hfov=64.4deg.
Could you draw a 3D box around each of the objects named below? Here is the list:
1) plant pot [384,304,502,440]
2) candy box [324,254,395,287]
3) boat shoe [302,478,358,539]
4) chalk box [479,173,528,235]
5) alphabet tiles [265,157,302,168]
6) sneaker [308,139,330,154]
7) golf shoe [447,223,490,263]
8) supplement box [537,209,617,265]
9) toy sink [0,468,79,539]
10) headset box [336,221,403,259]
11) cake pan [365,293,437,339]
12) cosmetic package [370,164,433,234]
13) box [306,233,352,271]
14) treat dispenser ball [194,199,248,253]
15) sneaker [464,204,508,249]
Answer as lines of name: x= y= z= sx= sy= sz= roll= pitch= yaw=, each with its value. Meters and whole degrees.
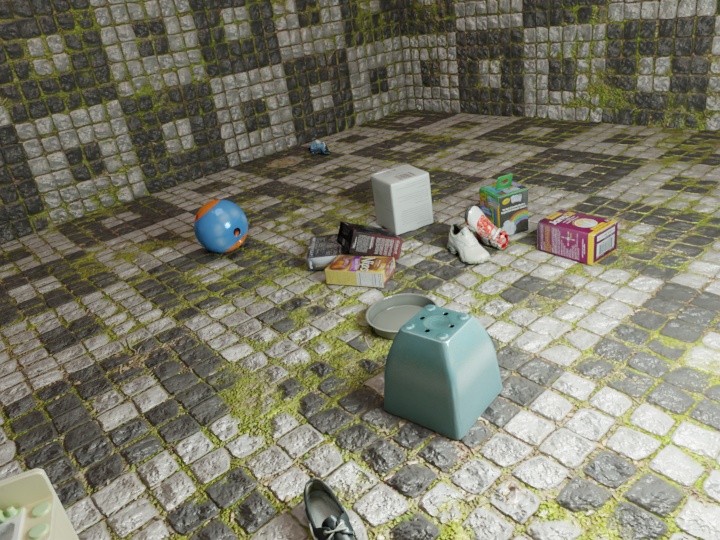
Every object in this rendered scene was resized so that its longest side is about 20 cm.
plant pot: x=0.167 y=0.191 z=1.207 sx=0.195 sy=0.201 sz=0.195 roll=13 pitch=34 yaw=38
candy box: x=0.000 y=0.000 z=1.818 sx=0.198 sy=0.057 sz=0.117 roll=4 pitch=27 yaw=22
boat shoe: x=-0.050 y=0.429 z=0.949 sx=0.075 sy=0.061 sz=0.200 roll=-21 pitch=28 yaw=-23
chalk box: x=0.493 y=-0.234 z=1.968 sx=0.124 sy=0.201 sz=0.124 roll=-17 pitch=27 yaw=-17
alphabet tiles: x=-0.437 y=-0.617 z=3.274 sx=0.199 sy=0.006 sz=0.166 roll=8 pitch=31 yaw=32
sneaker: x=-0.245 y=-0.701 z=3.336 sx=0.090 sy=0.079 sz=0.200 roll=-37 pitch=29 yaw=-12
golf shoe: x=0.342 y=-0.087 z=1.838 sx=0.078 sy=0.098 sz=0.200 roll=-18 pitch=28 yaw=-22
supplement box: x=0.666 y=-0.106 z=1.763 sx=0.130 sy=0.104 sz=0.199 roll=-26 pitch=30 yaw=-30
toy sink: x=-0.543 y=0.446 z=0.914 sx=0.129 sy=0.202 sz=0.112 roll=-17 pitch=26 yaw=-18
headset box: x=0.039 y=-0.099 z=1.909 sx=0.198 sy=0.078 sz=0.149 roll=7 pitch=15 yaw=-20
cake pan: x=0.114 y=0.125 z=1.545 sx=0.198 sy=0.037 sz=0.201 roll=-7 pitch=26 yaw=3
cosmetic package: x=0.156 y=-0.267 z=2.145 sx=0.166 sy=0.201 sz=0.166 roll=-19 pitch=28 yaw=-20
box: x=-0.102 y=-0.068 z=1.997 sx=0.157 sy=0.049 sz=0.200 roll=-6 pitch=26 yaw=2
treat dispenser ball: x=-0.525 y=-0.166 z=2.159 sx=0.199 sy=0.202 sz=0.201 roll=-7 pitch=26 yaw=3
sneaker: x=0.411 y=-0.137 z=1.830 sx=0.108 sy=0.201 sz=0.067 roll=25 pitch=77 yaw=38
